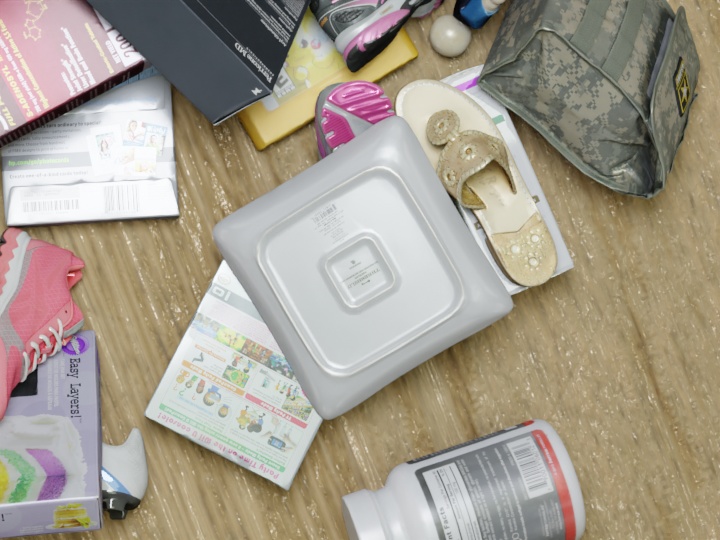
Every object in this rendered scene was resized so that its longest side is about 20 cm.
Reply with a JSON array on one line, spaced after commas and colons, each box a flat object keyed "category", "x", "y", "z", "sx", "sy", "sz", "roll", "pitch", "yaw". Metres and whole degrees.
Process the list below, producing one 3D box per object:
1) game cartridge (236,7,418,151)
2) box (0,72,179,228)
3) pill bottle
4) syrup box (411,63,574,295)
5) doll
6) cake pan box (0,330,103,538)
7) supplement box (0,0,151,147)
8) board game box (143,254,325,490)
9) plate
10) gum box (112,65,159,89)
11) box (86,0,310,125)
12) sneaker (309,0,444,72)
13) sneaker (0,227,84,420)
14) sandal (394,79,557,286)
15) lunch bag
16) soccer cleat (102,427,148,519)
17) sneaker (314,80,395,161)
[{"category": "game cartridge", "x": -0.069, "y": -0.239, "z": 1.421, "sx": 0.176, "sy": 0.032, "sz": 0.201, "roll": -32, "pitch": 94, "yaw": -8}, {"category": "box", "x": -0.245, "y": -0.143, "z": 1.387, "sx": 0.155, "sy": 0.041, "sz": 0.202, "roll": -4, "pitch": 89, "yaw": -9}, {"category": "pill bottle", "x": 0.090, "y": 0.215, "z": 1.382, "sx": 0.199, "sy": 0.116, "sz": 0.117, "roll": -17, "pitch": 90, "yaw": -8}, {"category": "syrup box", "x": 0.114, "y": -0.079, "z": 1.416, "sx": 0.081, "sy": 0.079, "sz": 0.201, "roll": -23, "pitch": 91, "yaw": -8}, {"category": "doll", "x": 0.130, "y": -0.271, "z": 1.398, "sx": 0.048, "sy": 0.137, "sz": 0.200, "roll": 36, "pitch": 119, "yaw": -17}, {"category": "cake pan box", "x": -0.310, "y": 0.136, "z": 1.308, "sx": 0.183, "sy": 0.053, "sz": 0.201, "roll": -1, "pitch": 44, "yaw": -9}, {"category": "supplement box", "x": -0.283, "y": -0.175, "z": 1.287, "sx": 0.199, "sy": 0.061, "sz": 0.109, "roll": -30, "pitch": 94, "yaw": -8}, {"category": "board game box", "x": -0.085, "y": 0.073, "z": 1.390, "sx": 0.147, "sy": 0.064, "sz": 0.201, "roll": 28, "pitch": 83, "yaw": -5}, {"category": "plate", "x": 0.000, "y": 0.000, "z": 1.333, "sx": 0.199, "sy": 0.032, "sz": 0.201, "roll": -31, "pitch": 93, "yaw": 7}, {"category": "gum box", "x": -0.247, "y": -0.240, "z": 1.349, "sx": 0.199, "sy": 0.045, "sz": 0.171, "roll": -19, "pitch": 89, "yaw": -10}, {"category": "box", "x": -0.144, "y": -0.243, "z": 1.281, "sx": 0.200, "sy": 0.079, "sz": 0.142, "roll": 44, "pitch": 41, "yaw": -26}, {"category": "sneaker", "x": 0.032, "y": -0.269, "z": 1.391, "sx": 0.086, "sy": 0.080, "sz": 0.200, "roll": 47, "pitch": 55, "yaw": 2}, {"category": "sneaker", "x": -0.280, "y": 0.047, "z": 1.317, "sx": 0.086, "sy": 0.074, "sz": 0.201, "roll": 13, "pitch": 48, "yaw": -11}, {"category": "sandal", "x": 0.109, "y": -0.081, "z": 1.340, "sx": 0.077, "sy": 0.070, "sz": 0.212, "roll": -34, "pitch": 92, "yaw": -7}, {"category": "lunch bag", "x": 0.225, "y": -0.182, "z": 1.395, "sx": 0.200, "sy": 0.117, "sz": 0.165, "roll": 38, "pitch": 49, "yaw": -15}, {"category": "soccer cleat", "x": -0.284, "y": 0.165, "z": 1.363, "sx": 0.198, "sy": 0.070, "sz": 0.087, "roll": 8, "pitch": 66, "yaw": -7}, {"category": "sneaker", "x": 0.009, "y": -0.086, "z": 1.401, "sx": 0.081, "sy": 0.088, "sz": 0.201, "roll": -15, "pitch": 114, "yaw": -7}]
